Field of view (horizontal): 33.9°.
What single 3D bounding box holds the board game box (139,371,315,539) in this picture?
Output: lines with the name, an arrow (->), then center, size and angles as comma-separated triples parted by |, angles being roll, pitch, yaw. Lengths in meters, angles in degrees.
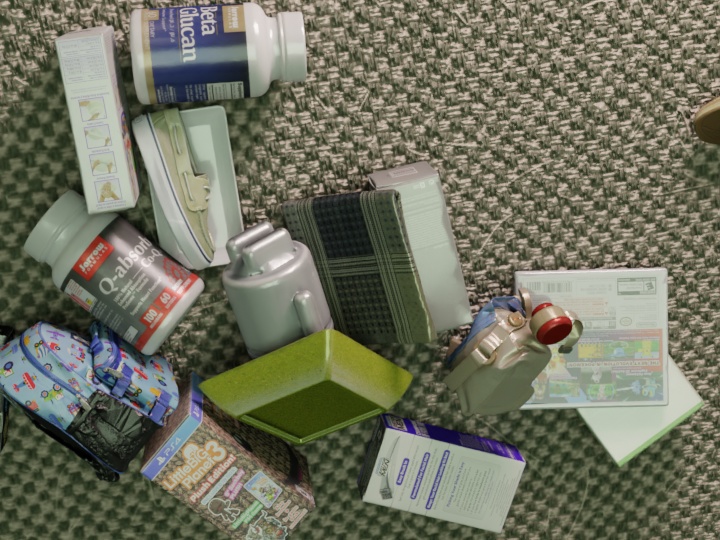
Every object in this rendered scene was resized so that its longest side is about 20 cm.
board game box -> -0.168, 0.246, 1.495 | 0.200, 0.159, 0.097 | 39, 96, -15

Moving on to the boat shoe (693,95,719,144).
boat shoe -> 0.518, -0.219, 1.513 | 0.200, 0.063, 0.073 | -17, 132, 1

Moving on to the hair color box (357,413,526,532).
hair color box -> 0.107, 0.271, 1.583 | 0.200, 0.065, 0.110 | 15, 103, -12

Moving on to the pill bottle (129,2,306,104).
pill bottle -> -0.166, -0.257, 1.390 | 0.200, 0.111, 0.111 | -5, 105, -6

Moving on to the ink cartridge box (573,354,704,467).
ink cartridge box -> 0.343, 0.141, 1.587 | 0.145, 0.048, 0.200 | -37, 90, 3

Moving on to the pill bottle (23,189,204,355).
pill bottle -> -0.299, 0.001, 1.433 | 0.200, 0.116, 0.116 | 38, 97, -4

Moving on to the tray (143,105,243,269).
tray -> -0.207, -0.102, 1.472 | 0.107, 0.022, 0.200 | -8, 105, -4

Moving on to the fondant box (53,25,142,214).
fondant box -> -0.303, -0.178, 1.377 | 0.058, 0.144, 0.200 | -10, 105, -4

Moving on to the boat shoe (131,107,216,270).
boat shoe -> -0.213, -0.099, 1.424 | 0.062, 0.072, 0.200 | -21, 103, 1

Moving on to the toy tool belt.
toy tool belt -> 0.177, 0.083, 1.485 | 0.125, 0.123, 0.200 | 2, 136, -34

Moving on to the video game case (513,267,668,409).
video game case -> 0.303, 0.090, 1.552 | 0.200, 0.023, 0.183 | -1, 93, 1

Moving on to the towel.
towel -> 0.000, 0.000, 1.457 | 0.192, 0.035, 0.200 | -4, 106, 41

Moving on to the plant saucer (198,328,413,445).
plant saucer -> -0.061, 0.156, 1.452 | 0.199, 0.048, 0.200 | -24, 148, 24

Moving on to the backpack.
backpack -> -0.338, 0.132, 1.429 | 0.200, 0.183, 0.135 | 38, 95, -17

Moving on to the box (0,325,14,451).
box -> -0.543, 0.141, 1.482 | 0.200, 0.046, 0.159 | 5, 103, -8

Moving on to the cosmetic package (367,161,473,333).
cosmetic package -> 0.075, -0.027, 1.481 | 0.090, 0.107, 0.200 | -13, 104, -4

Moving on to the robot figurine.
robot figurine -> -0.099, 0.042, 1.447 | 0.113, 0.170, 0.200 | -28, 119, -22
